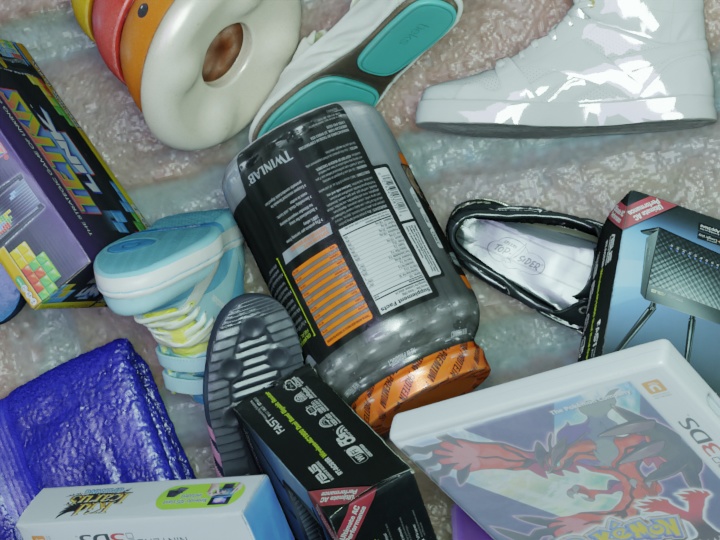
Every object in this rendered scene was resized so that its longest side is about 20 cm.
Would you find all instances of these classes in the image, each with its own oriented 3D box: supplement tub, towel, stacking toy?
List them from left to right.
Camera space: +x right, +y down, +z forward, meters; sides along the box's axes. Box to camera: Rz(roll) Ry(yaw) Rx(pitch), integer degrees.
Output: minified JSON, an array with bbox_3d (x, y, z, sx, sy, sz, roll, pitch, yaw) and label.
[{"bbox_3d":[-0.221,0.151,1.679,0.199,0.050,0.148,-26,84,13],"label":"towel"},{"bbox_3d":[-0.153,-0.185,1.642,0.199,0.146,0.147,32,97,29],"label":"stacking toy"},{"bbox_3d":[0.000,0.000,1.578,0.122,0.122,0.201,-29,76,12],"label":"supplement tub"}]

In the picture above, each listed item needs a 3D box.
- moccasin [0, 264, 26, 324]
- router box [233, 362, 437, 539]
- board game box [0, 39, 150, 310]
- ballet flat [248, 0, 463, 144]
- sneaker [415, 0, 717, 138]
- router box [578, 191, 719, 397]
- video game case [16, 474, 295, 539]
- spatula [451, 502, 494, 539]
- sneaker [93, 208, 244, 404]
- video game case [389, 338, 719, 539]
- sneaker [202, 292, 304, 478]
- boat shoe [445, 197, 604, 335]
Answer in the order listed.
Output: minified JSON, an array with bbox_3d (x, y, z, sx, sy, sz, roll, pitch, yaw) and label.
[{"bbox_3d":[-0.290,-0.053,1.692,0.080,0.068,0.201,-29,84,4],"label":"moccasin"},{"bbox_3d":[0.001,0.179,1.524,0.062,0.150,0.201,-28,123,-13],"label":"router box"},{"bbox_3d":[-0.227,-0.069,1.624,0.057,0.165,0.200,-37,81,11],"label":"board game box"},{"bbox_3d":[-0.005,-0.148,1.610,0.200,0.069,0.070,-39,79,37],"label":"ballet flat"},{"bbox_3d":[0.134,-0.148,1.585,0.198,0.074,0.117,-3,87,4],"label":"sneaker"},{"bbox_3d":[0.236,0.053,1.481,0.199,0.062,0.151,18,54,-5],"label":"router box"},{"bbox_3d":[-0.112,0.231,1.583,0.180,0.045,0.201,-6,119,30],"label":"video game case"},{"bbox_3d":[0.097,0.246,1.551,0.056,0.021,0.202,-10,88,27],"label":"spatula"},{"bbox_3d":[-0.115,0.035,1.582,0.079,0.200,0.132,-4,100,16],"label":"sneaker"},{"bbox_3d":[0.147,0.124,1.440,0.199,0.182,0.023,-18,41,36],"label":"video game case"},{"bbox_3d":[-0.074,0.094,1.590,0.070,0.082,0.201,-7,118,-12],"label":"sneaker"},{"bbox_3d":[0.145,0.002,1.578,0.198,0.066,0.075,27,94,13],"label":"boat shoe"}]
